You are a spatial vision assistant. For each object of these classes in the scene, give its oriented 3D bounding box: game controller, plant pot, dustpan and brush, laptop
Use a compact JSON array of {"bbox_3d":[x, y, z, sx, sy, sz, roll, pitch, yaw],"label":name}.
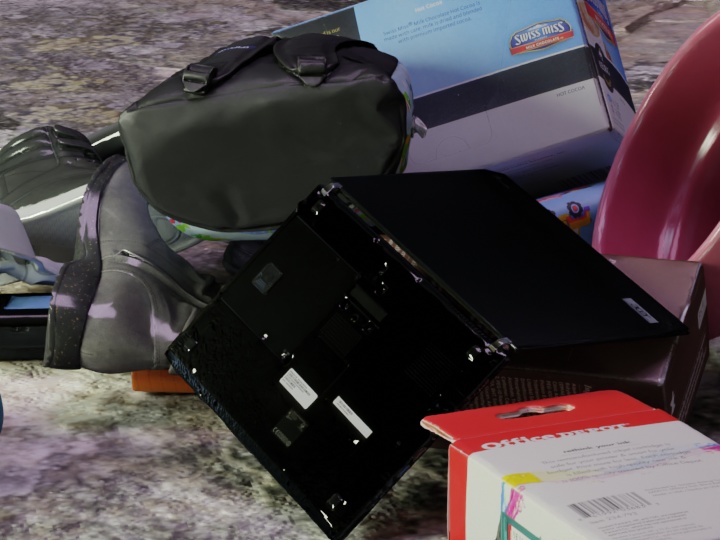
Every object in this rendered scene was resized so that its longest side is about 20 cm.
[{"bbox_3d":[-0.160,0.027,1.556,0.200,0.042,0.104,-1,16,-2],"label":"game controller"},{"bbox_3d":[0.258,-0.032,1.466,0.179,0.200,0.200,26,8,-17],"label":"plant pot"},{"bbox_3d":[-0.227,-0.007,1.579,0.200,0.057,0.140,-9,-9,-32],"label":"dustpan and brush"},{"bbox_3d":[0.031,0.037,1.333,0.177,0.200,0.103,43,0,43],"label":"laptop"}]

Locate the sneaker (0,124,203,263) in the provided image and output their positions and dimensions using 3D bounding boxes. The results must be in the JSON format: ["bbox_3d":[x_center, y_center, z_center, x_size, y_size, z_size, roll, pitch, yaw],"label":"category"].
[{"bbox_3d":[-0.167,-0.058,1.644,0.200,0.071,0.099,-12,44,20],"label":"sneaker"}]

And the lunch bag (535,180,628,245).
[{"bbox_3d":[0.108,-0.011,1.626,0.150,0.094,0.200,-15,12,-35],"label":"lunch bag"}]

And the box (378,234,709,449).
[{"bbox_3d":[0.081,0.042,1.378,0.200,0.075,0.100,5,42,21],"label":"box"}]

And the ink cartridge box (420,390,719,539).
[{"bbox_3d":[0.117,0.118,1.170,0.116,0.067,0.200,-6,17,-22],"label":"ink cartridge box"}]

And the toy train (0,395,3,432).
[{"bbox_3d":[-0.293,0.064,1.371,0.200,0.085,0.116,14,11,42],"label":"toy train"}]

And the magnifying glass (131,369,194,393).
[{"bbox_3d":[-0.031,0.061,1.468,0.200,0.022,0.080,0,16,3],"label":"magnifying glass"}]

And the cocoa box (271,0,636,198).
[{"bbox_3d":[0.065,-0.110,1.633,0.200,0.131,0.133,-17,-13,15],"label":"cocoa box"}]

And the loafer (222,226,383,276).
[{"bbox_3d":[0.000,0.000,1.570,0.200,0.070,0.068,14,-4,39],"label":"loafer"}]

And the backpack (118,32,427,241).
[{"bbox_3d":[-0.040,-0.079,1.482,0.163,0.154,0.200,-7,23,6],"label":"backpack"}]

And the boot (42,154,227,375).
[{"bbox_3d":[-0.105,0.008,1.486,0.131,0.070,0.200,9,36,-1],"label":"boot"}]

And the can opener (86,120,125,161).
[{"bbox_3d":[-0.131,-0.081,1.722,0.200,0.053,0.067,-25,-17,17],"label":"can opener"}]
